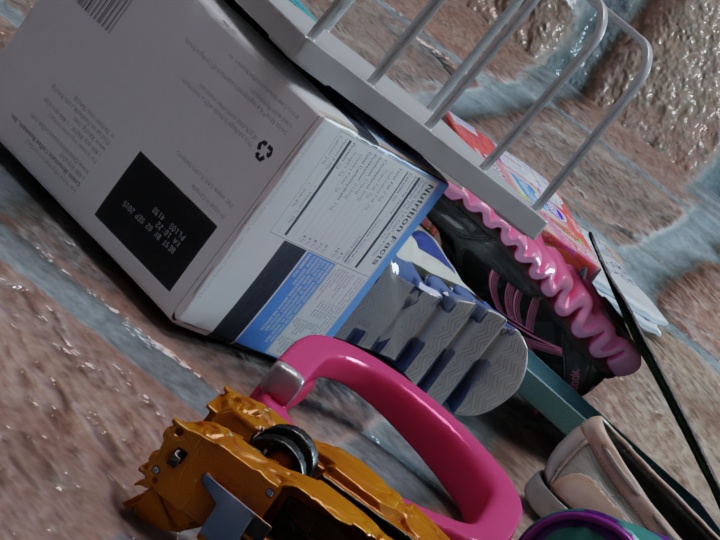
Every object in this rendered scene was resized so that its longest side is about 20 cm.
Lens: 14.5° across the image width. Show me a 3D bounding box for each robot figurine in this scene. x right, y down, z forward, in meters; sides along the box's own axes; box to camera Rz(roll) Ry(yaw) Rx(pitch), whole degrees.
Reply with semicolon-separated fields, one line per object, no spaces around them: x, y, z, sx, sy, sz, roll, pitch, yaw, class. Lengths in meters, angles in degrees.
0.005;0.126;1.148;0.200;0.058;0.145;37;11;6;robot figurine

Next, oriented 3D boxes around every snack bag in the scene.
0.152;-0.032;2.349;0.199;0.021;0.189;32;12;-22;snack bag

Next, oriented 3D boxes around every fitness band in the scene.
0.014;0.091;1.377;0.143;0.038;0.200;37;12;3;fitness band

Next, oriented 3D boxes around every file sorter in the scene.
0.038;-0.137;1.478;0.200;0.125;0.139;35;8;-39;file sorter

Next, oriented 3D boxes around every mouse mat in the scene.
0.193;0.082;1.754;0.201;0.007;0.161;64;3;24;mouse mat

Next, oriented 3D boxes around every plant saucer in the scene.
0.147;0.104;1.709;0.200;0.019;0.070;42;8;-24;plant saucer

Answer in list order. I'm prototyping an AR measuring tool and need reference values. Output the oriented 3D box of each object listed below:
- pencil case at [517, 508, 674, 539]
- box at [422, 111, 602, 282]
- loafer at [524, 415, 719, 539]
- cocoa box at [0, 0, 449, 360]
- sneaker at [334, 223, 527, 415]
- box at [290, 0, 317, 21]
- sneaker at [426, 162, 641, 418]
0.150;0.168;1.344;0.092;0.086;0.200;9;-7;37;pencil case
0.080;-0.021;1.887;0.102;0.095;0.200;33;12;-16;box
0.185;0.158;1.547;0.200;0.063;0.072;36;12;-2;loafer
-0.080;-0.066;1.477;0.200;0.134;0.131;44;11;34;cocoa box
0.001;0.000;1.633;0.199;0.081;0.115;39;5;-26;sneaker
-0.080;-0.167;2.041;0.049;0.082;0.200;27;14;-34;box
0.083;0.016;1.727;0.200;0.095;0.079;46;14;-23;sneaker
